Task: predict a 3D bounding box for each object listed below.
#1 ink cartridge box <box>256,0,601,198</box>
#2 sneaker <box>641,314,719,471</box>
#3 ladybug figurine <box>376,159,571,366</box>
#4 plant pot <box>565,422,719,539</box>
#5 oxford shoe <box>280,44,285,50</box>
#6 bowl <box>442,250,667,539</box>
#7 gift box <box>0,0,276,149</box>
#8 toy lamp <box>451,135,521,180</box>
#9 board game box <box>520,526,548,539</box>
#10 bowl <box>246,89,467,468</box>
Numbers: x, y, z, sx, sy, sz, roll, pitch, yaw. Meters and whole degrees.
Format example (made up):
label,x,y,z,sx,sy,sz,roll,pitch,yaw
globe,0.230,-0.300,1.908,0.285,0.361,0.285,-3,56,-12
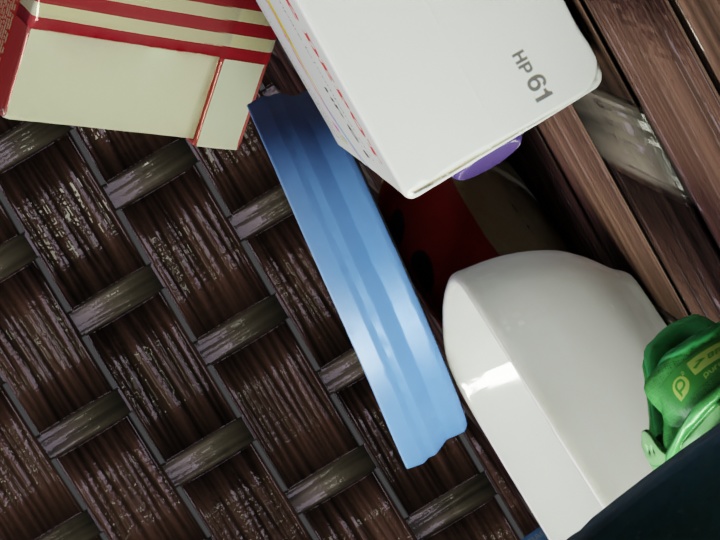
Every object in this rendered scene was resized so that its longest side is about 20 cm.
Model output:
label,x,y,z,sx,sy,sz,roll,pitch,yaw
ink cartridge box,0.004,-0.117,0.868,0.145,0.085,0.200,60,177,-11
sneaker,0.122,0.062,0.723,0.084,0.074,0.200,55,179,-12
ladybug figurine,0.064,-0.004,1.212,0.136,0.072,0.200,61,177,-39
plant pot,0.120,0.135,0.442,0.196,0.200,0.200,52,178,-3
oxford shoe,-0.017,-0.147,1.162,0.200,0.071,0.071,62,177,-30
bowl,0.116,0.082,1.041,0.200,0.075,0.200,57,172,14
gift box,-0.145,-0.197,1.399,0.187,0.185,0.200,5,-150,-35
toy lamp,0.007,-0.132,1.018,0.200,0.058,0.058,61,179,11
board game box,0.159,0.259,1.581,0.200,0.153,0.040,61,171,-29
bowl,0.000,0.000,1.165,0.201,0.039,0.201,156,90,-89
